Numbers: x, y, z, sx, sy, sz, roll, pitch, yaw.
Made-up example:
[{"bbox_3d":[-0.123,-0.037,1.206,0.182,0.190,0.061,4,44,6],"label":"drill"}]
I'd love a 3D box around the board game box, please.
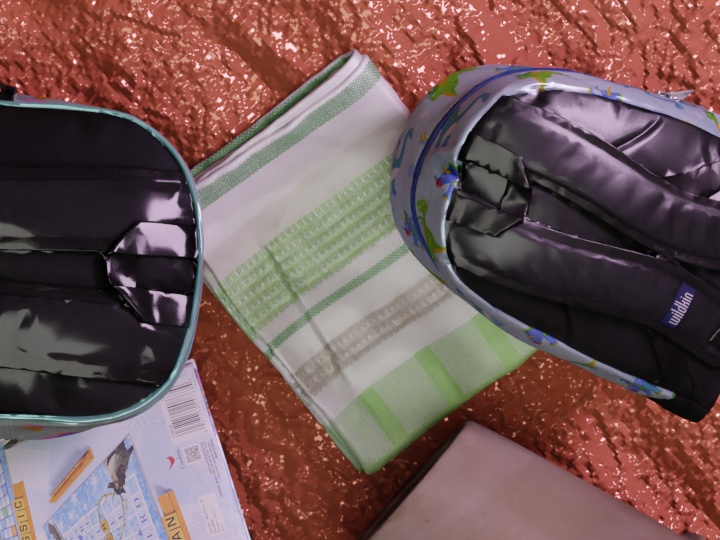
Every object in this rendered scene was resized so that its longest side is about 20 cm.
[{"bbox_3d":[-0.154,0.173,1.098,0.198,0.041,0.202,-16,83,-16],"label":"board game box"}]

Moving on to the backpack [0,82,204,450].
[{"bbox_3d":[-0.174,0.000,1.038,0.198,0.153,0.178,1,80,2],"label":"backpack"}]

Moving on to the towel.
[{"bbox_3d":[0.000,0.000,1.128,0.149,0.031,0.201,-36,106,7],"label":"towel"}]

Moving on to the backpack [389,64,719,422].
[{"bbox_3d":[0.111,-0.029,1.074,0.199,0.154,0.165,13,104,-37],"label":"backpack"}]

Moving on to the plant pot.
[{"bbox_3d":[0.084,0.183,1.119,0.173,0.200,0.200,42,100,1],"label":"plant pot"}]
